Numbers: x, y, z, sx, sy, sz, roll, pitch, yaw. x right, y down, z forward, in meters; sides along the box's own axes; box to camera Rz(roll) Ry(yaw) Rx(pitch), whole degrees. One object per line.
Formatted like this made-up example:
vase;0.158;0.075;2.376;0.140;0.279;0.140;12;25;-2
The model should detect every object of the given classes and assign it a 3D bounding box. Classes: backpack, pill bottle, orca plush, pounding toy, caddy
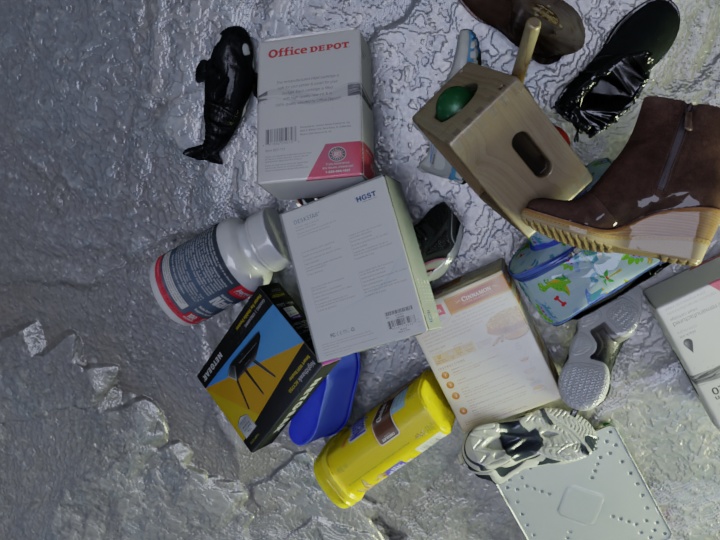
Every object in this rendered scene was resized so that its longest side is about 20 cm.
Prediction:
backpack;0.280;-0.042;0.842;0.200;0.183;0.147;-40;93;20
pill bottle;-0.199;-0.009;0.989;0.199;0.120;0.120;-27;97;18
orca plush;-0.211;-0.250;0.956;0.105;0.071;0.201;35;109;2
pounding toy;0.167;-0.170;0.771;0.142;0.184;0.200;-43;115;8
caddy;-0.076;0.165;1.018;0.141;0.105;0.201;24;110;31

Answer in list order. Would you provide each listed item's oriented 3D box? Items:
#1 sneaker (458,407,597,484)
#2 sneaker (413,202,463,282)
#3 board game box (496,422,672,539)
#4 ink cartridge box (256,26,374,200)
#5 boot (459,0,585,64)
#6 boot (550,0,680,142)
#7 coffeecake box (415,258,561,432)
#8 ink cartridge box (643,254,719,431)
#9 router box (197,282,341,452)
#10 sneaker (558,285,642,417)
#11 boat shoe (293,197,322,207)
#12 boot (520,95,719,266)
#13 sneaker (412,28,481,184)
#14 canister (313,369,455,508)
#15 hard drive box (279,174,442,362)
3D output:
sneaker;0.234;0.261;0.977;0.198;0.130;0.080;-10;67;-15
sneaker;0.060;-0.013;0.920;0.086;0.080;0.201;34;93;-43
board game box;0.333;0.350;1.012;0.199;0.026;0.201;-28;96;17
ink cartridge box;-0.057;-0.206;0.892;0.145;0.083;0.202;-3;80;13
boot;0.179;-0.315;0.784;0.186;0.200;0.064;38;108;1
boot;0.313;-0.243;0.793;0.073;0.163;0.198;44;109;-3
coffeecake box;0.177;0.109;0.959;0.153;0.073;0.201;-25;98;19
ink cartridge box;0.493;0.092;0.881;0.145;0.085;0.201;-29;98;18
router box;-0.136;0.139;0.957;0.149;0.051;0.200;47;119;19
sneaker;0.329;0.109;0.928;0.075;0.114;0.201;22;73;22
boat shoe;-0.034;-0.066;0.965;0.062;0.071;0.201;-34;97;9
boot;0.285;-0.103;0.715;0.199;0.072;0.168;12;86;15
sneaker;0.114;-0.220;0.894;0.086;0.075;0.202;10;106;16
canister;0.041;0.245;0.987;0.200;0.149;0.087;-39;89;16
hard drive box;0.000;0.000;0.858;0.155;0.077;0.201;-17;83;19
